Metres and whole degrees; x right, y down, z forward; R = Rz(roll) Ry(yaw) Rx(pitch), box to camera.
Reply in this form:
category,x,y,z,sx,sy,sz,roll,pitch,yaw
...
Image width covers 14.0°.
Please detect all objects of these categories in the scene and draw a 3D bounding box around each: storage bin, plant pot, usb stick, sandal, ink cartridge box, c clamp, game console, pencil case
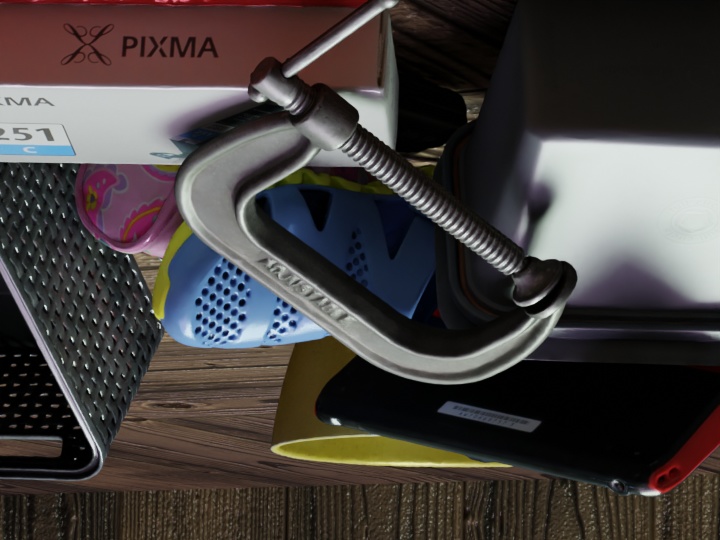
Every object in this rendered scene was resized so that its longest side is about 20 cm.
category,x,y,z,sx,sy,sz,roll,pitch,yaw
storage bin,0.139,-0.055,1.278,0.200,0.146,0.134,3,144,-6
plant pot,0.046,0.042,1.808,0.200,0.142,0.200,1,172,0
usb stick,-0.021,-0.086,1.359,0.055,0.033,0.200,-11,166,34
sandal,0.000,0.000,1.333,0.200,0.080,0.087,-12,-140,-31
ink cartridge box,-0.088,-0.093,1.194,0.200,0.045,0.176,1,161,4
c clamp,0.013,-0.019,1.212,0.171,0.027,0.200,-23,129,38
game console,0.103,0.038,1.360,0.200,0.031,0.177,10,-141,39
storage bin,-0.194,-0.001,1.398,0.135,0.094,0.200,-1,133,24
pencil case,-0.045,-0.032,1.398,0.087,0.088,0.200,-8,163,43

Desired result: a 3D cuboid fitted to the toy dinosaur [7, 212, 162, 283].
category,x,y,z,sx,sy,sz,roll,pitch,yaw
toy dinosaur,-0.116,-0.042,1.494,0.181,0.105,0.200,22,177,-13
